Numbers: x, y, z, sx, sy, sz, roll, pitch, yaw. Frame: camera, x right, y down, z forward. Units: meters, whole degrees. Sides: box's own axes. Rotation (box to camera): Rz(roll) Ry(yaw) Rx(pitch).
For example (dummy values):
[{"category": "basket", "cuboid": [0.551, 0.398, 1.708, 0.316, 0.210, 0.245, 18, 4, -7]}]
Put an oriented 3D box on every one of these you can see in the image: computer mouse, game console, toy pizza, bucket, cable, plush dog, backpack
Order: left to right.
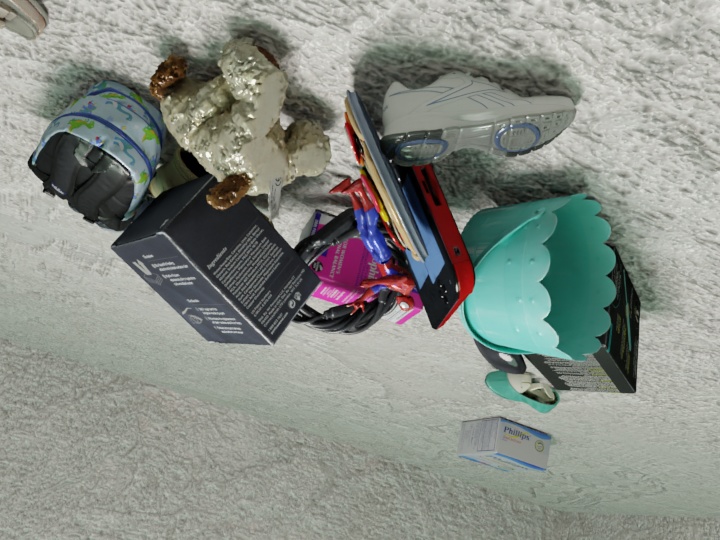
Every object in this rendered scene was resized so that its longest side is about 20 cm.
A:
[{"category": "backpack", "cuboid": [-0.332, -0.150, 0.955, 0.163, 0.154, 0.200, 38, 165, -13]}, {"category": "plush dog", "cuboid": [-0.154, -0.158, 0.840, 0.171, 0.161, 0.200, 32, 170, 36]}, {"category": "cable", "cuboid": [-0.020, 0.011, 1.065, 0.163, 0.200, 0.051, 51, 179, -18]}, {"category": "toy pizza", "cuboid": [0.021, -0.097, 0.797, 0.032, 0.201, 0.200, -24, 149, 7]}, {"category": "game console", "cuboid": [0.075, -0.039, 0.911, 0.031, 0.201, 0.177, -15, 163, -15]}, {"category": "computer mouse", "cuboid": [0.183, 0.071, 1.089, 0.053, 0.201, 0.139, -26, 144, 10]}, {"category": "bucket", "cuboid": [0.217, 0.009, 0.923, 0.134, 0.208, 0.207, 1, 155, 41]}]

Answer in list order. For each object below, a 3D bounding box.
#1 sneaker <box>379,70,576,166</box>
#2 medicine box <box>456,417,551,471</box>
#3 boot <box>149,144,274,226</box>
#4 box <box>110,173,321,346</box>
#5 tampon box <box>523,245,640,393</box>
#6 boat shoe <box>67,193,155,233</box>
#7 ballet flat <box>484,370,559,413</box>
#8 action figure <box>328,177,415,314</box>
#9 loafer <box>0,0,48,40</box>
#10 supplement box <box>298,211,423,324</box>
[{"category": "sneaker", "cuboid": [0.115, -0.161, 0.736, 0.199, 0.088, 0.075, -4, 157, -5]}, {"category": "medicine box", "cuboid": [0.407, 0.500, 2.119, 0.181, 0.103, 0.200, 22, 158, -19]}, {"category": "boot", "cuboid": [-0.189, -0.104, 1.050, 0.199, 0.073, 0.155, 32, 156, -20]}, {"category": "box", "cuboid": [-0.191, -0.009, 0.972, 0.200, 0.118, 0.196, 49, 152, -23]}, {"category": "tampon box", "cuboid": [0.321, 0.076, 1.075, 0.126, 0.151, 0.200, -2, 154, 31]}, {"category": "boat shoe", "cuboid": [-0.381, -0.099, 1.180, 0.199, 0.071, 0.091, -1, 158, 37]}, {"category": "ballet flat", "cuboid": [0.362, 0.255, 1.624, 0.199, 0.068, 0.070, 26, 131, -28]}, {"category": "action figure", "cuboid": [0.005, -0.014, 1.000, 0.200, 0.099, 0.065, 58, 164, -19]}, {"category": "loafer", "cuboid": [-0.416, -0.291, 0.748, 0.072, 0.063, 0.200, -4, 152, 39]}, {"category": "supplement box", "cuboid": [0.000, 0.000, 1.152, 0.199, 0.102, 0.103, 18, 158, -12]}]
